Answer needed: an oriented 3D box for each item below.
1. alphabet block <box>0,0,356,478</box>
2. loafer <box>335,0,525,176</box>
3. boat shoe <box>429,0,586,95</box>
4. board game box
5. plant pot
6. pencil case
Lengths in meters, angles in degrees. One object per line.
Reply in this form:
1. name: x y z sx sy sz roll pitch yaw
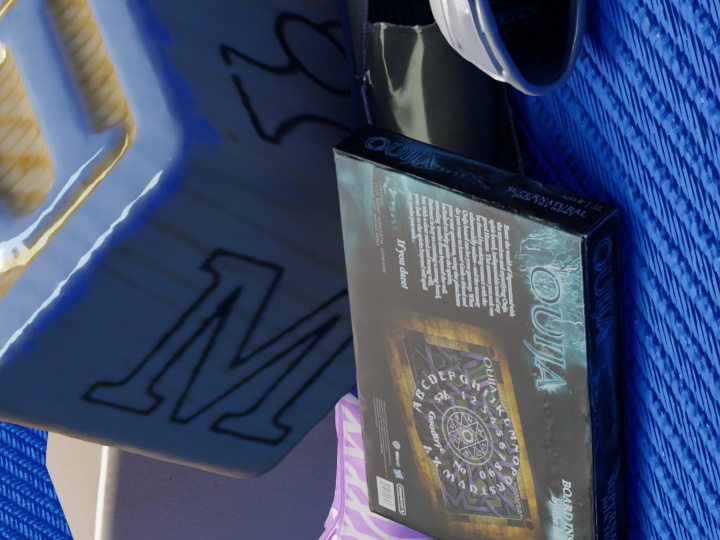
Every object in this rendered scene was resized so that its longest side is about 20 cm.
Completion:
1. alphabet block: -0.093 -0.040 1.262 0.196 0.199 0.196 -44 49 27
2. loafer: 0.027 -0.088 1.162 0.070 0.075 0.201 94 160 -68
3. boat shoe: 0.059 -0.157 0.980 0.072 0.070 0.202 48 155 47
4. board game box: 0.055 0.044 1.122 0.135 0.028 0.201 21 131 33
5. plant pot: -0.103 0.079 1.725 0.200 0.198 0.178 -126 34 -63
6. pencil case: 0.019 0.095 1.382 0.201 0.085 0.084 89 162 -49
